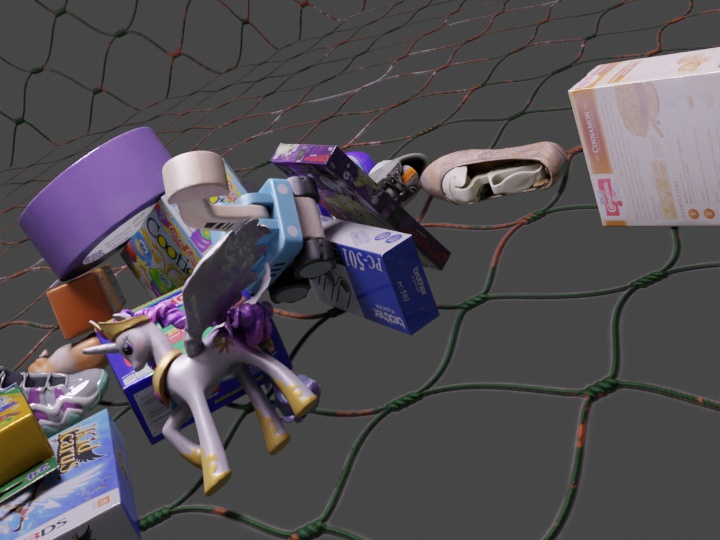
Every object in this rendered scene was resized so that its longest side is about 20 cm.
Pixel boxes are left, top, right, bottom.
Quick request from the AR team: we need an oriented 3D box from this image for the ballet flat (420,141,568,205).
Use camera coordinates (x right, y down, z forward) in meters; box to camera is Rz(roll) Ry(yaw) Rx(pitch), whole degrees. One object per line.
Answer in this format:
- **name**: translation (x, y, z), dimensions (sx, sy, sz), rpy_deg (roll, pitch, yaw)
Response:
- **ballet flat**: translation (0.158, -0.116, 1.165), dimensions (0.197, 0.069, 0.068), rpy_deg (-12, 31, 29)

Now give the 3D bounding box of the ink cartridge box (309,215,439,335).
- **ink cartridge box**: translation (0.000, 0.000, 1.014), dimensions (0.044, 0.096, 0.199), rpy_deg (-31, 24, -24)

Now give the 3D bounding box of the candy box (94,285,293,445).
- **candy box**: translation (-0.187, 0.084, 1.025), dimensions (0.167, 0.078, 0.199), rpy_deg (-27, 22, -16)

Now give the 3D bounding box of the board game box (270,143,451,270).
- **board game box**: translation (0.001, -0.070, 1.046), dimensions (0.033, 0.199, 0.119), rpy_deg (-56, 33, -9)

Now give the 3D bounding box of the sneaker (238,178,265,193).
- **sneaker**: translation (-0.133, -0.100, 1.410), dimensions (0.105, 0.076, 0.200), rpy_deg (-25, 31, -18)

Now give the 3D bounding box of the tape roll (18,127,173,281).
- **tape roll**: translation (-0.311, -0.081, 1.152), dimensions (0.199, 0.086, 0.200), rpy_deg (-37, 2, 2)

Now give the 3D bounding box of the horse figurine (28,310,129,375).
- **horse figurine**: translation (-0.348, 0.109, 1.162), dimensions (0.197, 0.051, 0.133), rpy_deg (-22, 15, 9)

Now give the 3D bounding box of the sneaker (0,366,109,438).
- **sneaker**: translation (-0.391, 0.126, 1.041), dimensions (0.197, 0.142, 0.078), rpy_deg (-28, 22, -12)

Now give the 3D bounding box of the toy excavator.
- **toy excavator**: translation (-0.120, -0.044, 0.943), dimensions (0.196, 0.102, 0.194), rpy_deg (-2, -26, -31)

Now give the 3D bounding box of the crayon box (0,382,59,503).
- **crayon box**: translation (-0.370, 0.177, 0.908), dimensions (0.124, 0.052, 0.199), rpy_deg (-31, 17, -21)

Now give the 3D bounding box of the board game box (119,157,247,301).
- **board game box**: translation (-0.216, -0.039, 1.195), dimensions (0.103, 0.106, 0.199), rpy_deg (-38, 2, -34)

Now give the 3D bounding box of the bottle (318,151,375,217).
- **bottle**: translation (-0.060, -0.086, 1.276), dimensions (0.199, 0.085, 0.065), rpy_deg (-34, 25, -28)

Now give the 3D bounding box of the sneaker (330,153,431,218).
- **sneaker**: translation (0.028, -0.100, 1.217), dimensions (0.079, 0.075, 0.200), rpy_deg (-27, 14, 42)

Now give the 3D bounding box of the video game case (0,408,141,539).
- **video game case**: translation (-0.300, 0.224, 0.865), dimensions (0.179, 0.046, 0.200), rpy_deg (-26, 22, -10)

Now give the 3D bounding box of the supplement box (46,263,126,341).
- **supplement box**: translation (-0.349, 0.038, 1.209), dimensions (0.065, 0.070, 0.200), rpy_deg (-24, 5, -8)

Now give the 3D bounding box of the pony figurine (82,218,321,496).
- **pony figurine**: translation (-0.128, 0.072, 0.845), dimensions (0.192, 0.200, 0.167), rpy_deg (-38, -19, -15)

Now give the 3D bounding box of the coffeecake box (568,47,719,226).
- **coffeecake box**: translation (0.320, -0.127, 0.915), dimensions (0.198, 0.156, 0.073), rpy_deg (3, 31, 46)
